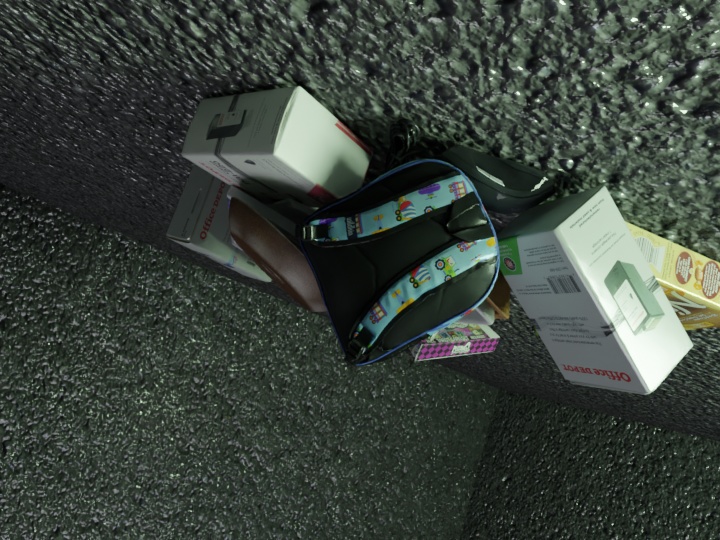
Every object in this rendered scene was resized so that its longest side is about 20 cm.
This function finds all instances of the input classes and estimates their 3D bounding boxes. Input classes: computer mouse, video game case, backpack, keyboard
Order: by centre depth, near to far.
[{"bbox_3d":[0.051,-0.014,0.648,0.196,0.187,0.134,-27,169,13],"label":"backpack"},{"bbox_3d":[0.112,-0.097,0.675,0.194,0.047,0.141,20,168,-3],"label":"computer mouse"},{"bbox_3d":[-0.023,-0.054,0.800,0.196,0.011,0.056,24,174,-28],"label":"keyboard"},{"bbox_3d":[-0.131,-0.042,0.870,0.140,0.018,0.200,31,160,0],"label":"video game case"},{"bbox_3d":[0.115,0.078,1.003,0.195,0.037,0.181,2,-149,-39],"label":"video game case"}]

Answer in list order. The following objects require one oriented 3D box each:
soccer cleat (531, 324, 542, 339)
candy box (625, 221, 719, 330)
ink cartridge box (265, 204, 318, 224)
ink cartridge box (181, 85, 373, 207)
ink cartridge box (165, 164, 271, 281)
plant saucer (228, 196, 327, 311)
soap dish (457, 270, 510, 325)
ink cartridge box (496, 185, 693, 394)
[{"bbox_3d":[0.287,0.037,0.802,0.079,0.070,0.199,4,-160,33],"label":"soccer cleat"},{"bbox_3d":[0.367,0.012,0.728,0.194,0.057,0.115,22,167,-8],"label":"candy box"},{"bbox_3d":[-0.120,-0.093,0.913,0.196,0.067,0.120,8,127,47],"label":"ink cartridge box"},{"bbox_3d":[-0.105,-0.145,0.726,0.196,0.087,0.144,12,167,44],"label":"ink cartridge box"},{"bbox_3d":[-0.231,-0.086,1.070,0.086,0.150,0.198,11,168,40],"label":"ink cartridge box"},{"bbox_3d":[-0.104,-0.009,0.757,0.199,0.037,0.201,41,169,9],"label":"plant saucer"},{"bbox_3d":[0.122,-0.007,0.888,0.199,0.082,0.156,43,160,-21],"label":"soap dish"},{"bbox_3d":[0.250,0.025,0.663,0.203,0.083,0.145,57,163,-7],"label":"ink cartridge box"}]
